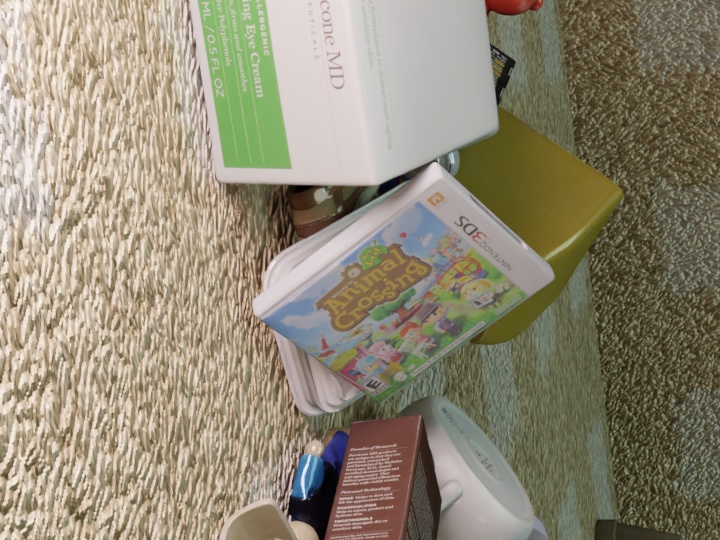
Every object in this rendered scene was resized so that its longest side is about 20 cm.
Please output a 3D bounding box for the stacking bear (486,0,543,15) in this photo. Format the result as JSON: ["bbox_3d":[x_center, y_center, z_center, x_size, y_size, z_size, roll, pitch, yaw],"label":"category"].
[{"bbox_3d":[0.111,-0.326,1.808,0.114,0.198,0.122,-70,150,-57],"label":"stacking bear"}]

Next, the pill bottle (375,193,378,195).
[{"bbox_3d":[0.056,-0.167,1.722,0.200,0.110,0.112,-67,148,-60],"label":"pill bottle"}]

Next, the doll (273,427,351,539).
[{"bbox_3d":[-0.031,0.212,1.391,0.200,0.048,0.138,-47,128,-70],"label":"doll"}]

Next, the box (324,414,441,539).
[{"bbox_3d":[0.020,0.223,1.339,0.200,0.074,0.101,-72,152,-58],"label":"box"}]

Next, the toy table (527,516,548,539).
[{"bbox_3d":[0.178,0.383,1.891,0.200,0.183,0.118,43,26,-55],"label":"toy table"}]

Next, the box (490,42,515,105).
[{"bbox_3d":[0.068,-0.240,1.676,0.049,0.199,0.160,-54,-175,29],"label":"box"}]

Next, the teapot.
[{"bbox_3d":[0.073,0.238,1.601,0.200,0.146,0.198,42,14,-38],"label":"teapot"}]

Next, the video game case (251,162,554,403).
[{"bbox_3d":[0.039,0.017,1.317,0.182,0.200,0.022,38,23,-41],"label":"video game case"}]

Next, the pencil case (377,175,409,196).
[{"bbox_3d":[0.044,-0.113,1.587,0.078,0.086,0.201,26,-45,54],"label":"pencil case"}]

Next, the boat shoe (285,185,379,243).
[{"bbox_3d":[-0.027,-0.091,1.469,0.200,0.075,0.072,-81,151,-61],"label":"boat shoe"}]

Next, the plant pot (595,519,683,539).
[{"bbox_3d":[0.586,0.612,3.234,0.200,0.172,0.202,-7,90,-75],"label":"plant pot"}]

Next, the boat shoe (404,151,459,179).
[{"bbox_3d":[0.009,-0.152,1.487,0.200,0.072,0.066,48,31,1],"label":"boat shoe"}]

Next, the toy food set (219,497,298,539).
[{"bbox_3d":[-0.069,0.300,1.202,0.144,0.060,0.201,68,22,-47],"label":"toy food set"}]

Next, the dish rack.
[{"bbox_3d":[0.014,0.029,1.412,0.199,0.043,0.173,-32,122,-28],"label":"dish rack"}]

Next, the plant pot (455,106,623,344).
[{"bbox_3d":[0.144,-0.033,1.771,0.200,0.195,0.195,-46,167,-48],"label":"plant pot"}]

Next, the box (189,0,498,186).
[{"bbox_3d":[-0.012,-0.185,1.269,0.200,0.170,0.201,-28,115,-51],"label":"box"}]
